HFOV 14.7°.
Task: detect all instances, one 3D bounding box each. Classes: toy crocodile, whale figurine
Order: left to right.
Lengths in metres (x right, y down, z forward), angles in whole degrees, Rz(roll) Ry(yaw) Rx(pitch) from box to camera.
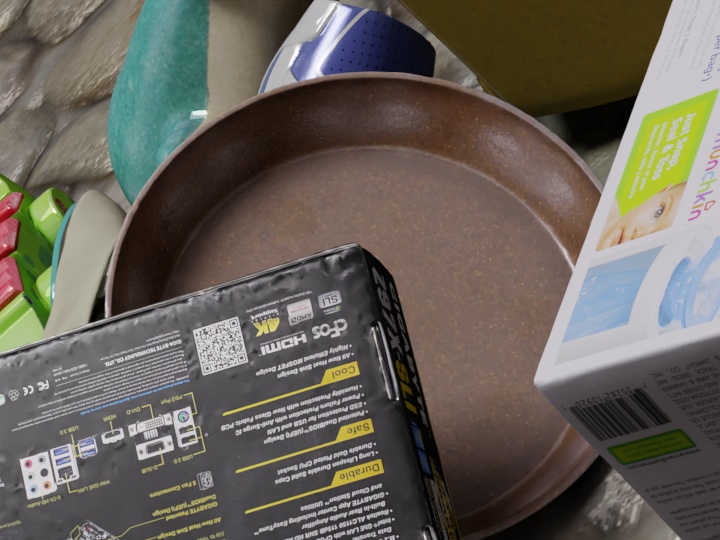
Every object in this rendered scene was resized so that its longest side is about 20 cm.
[{"bbox_3d":[-0.172,0.005,1.386,0.067,0.062,0.200,-38,28,13],"label":"toy crocodile"},{"bbox_3d":[-0.064,-0.094,1.202,0.103,0.201,0.160,9,50,18],"label":"whale figurine"}]

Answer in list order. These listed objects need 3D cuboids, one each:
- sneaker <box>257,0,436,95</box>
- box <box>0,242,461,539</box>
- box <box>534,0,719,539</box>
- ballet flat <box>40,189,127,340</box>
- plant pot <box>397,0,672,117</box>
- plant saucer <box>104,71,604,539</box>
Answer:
[{"bbox_3d":[0.000,0.001,1.118,0.115,0.080,0.201,22,93,51],"label":"sneaker"},{"bbox_3d":[-0.068,0.096,0.953,0.199,0.049,0.161,-18,74,9],"label":"box"},{"bbox_3d":[0.153,-0.019,0.917,0.112,0.101,0.201,-19,37,42],"label":"box"},{"bbox_3d":[-0.115,0.036,1.275,0.069,0.069,0.201,-26,34,32],"label":"ballet flat"},{"bbox_3d":[0.088,-0.183,1.145,0.200,0.195,0.194,-43,26,11],"label":"plant pot"},{"bbox_3d":[0.006,0.019,1.033,0.201,0.199,0.035,-60,-13,-27],"label":"plant saucer"}]
